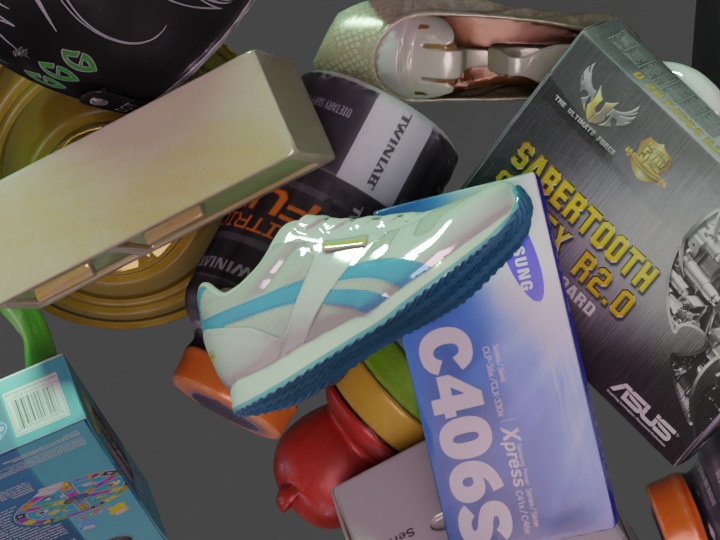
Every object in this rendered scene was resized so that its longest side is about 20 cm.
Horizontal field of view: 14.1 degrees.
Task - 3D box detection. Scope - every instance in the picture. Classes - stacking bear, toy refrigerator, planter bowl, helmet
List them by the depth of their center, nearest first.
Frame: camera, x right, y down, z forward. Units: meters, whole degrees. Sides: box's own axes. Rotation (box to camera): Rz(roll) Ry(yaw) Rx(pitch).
[{"bbox_3d":[-0.155,-0.204,1.620,0.191,0.200,0.200,40,100,-22],"label":"helmet"},{"bbox_3d":[-0.120,-0.046,1.623,0.199,0.076,0.070,-26,82,14],"label":"toy refrigerator"},{"bbox_3d":[-0.144,-0.051,1.724,0.199,0.084,0.202,-1,105,-2],"label":"planter bowl"},{"bbox_3d":[0.029,0.076,1.751,0.114,0.121,0.200,44,101,2],"label":"stacking bear"}]

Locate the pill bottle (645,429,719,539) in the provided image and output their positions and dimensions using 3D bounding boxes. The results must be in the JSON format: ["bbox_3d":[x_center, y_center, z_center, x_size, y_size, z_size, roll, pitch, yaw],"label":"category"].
[{"bbox_3d":[0.277,0.130,1.774,0.199,0.106,0.107,-20,104,4],"label":"pill bottle"}]

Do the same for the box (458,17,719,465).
[{"bbox_3d":[0.160,-0.016,1.632,0.200,0.048,0.159,45,122,12],"label":"box"}]

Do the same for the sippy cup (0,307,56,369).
[{"bbox_3d":[-0.273,0.047,1.727,0.139,0.178,0.131,-22,118,-25],"label":"sippy cup"}]

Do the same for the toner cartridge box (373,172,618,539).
[{"bbox_3d":[0.076,0.054,1.612,0.094,0.043,0.201,-14,88,6],"label":"toner cartridge box"}]

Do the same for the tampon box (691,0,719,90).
[{"bbox_3d":[0.264,-0.087,1.693,0.125,0.150,0.201,1,105,-5],"label":"tampon box"}]

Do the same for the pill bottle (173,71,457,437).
[{"bbox_3d":[-0.032,-0.005,1.687,0.106,0.106,0.201,29,79,-9],"label":"pill bottle"}]

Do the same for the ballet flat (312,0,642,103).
[{"bbox_3d":[0.071,-0.130,1.721,0.199,0.062,0.068,-2,104,-1],"label":"ballet flat"}]

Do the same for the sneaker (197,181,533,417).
[{"bbox_3d":[0.000,0.000,1.566,0.199,0.076,0.081,-30,75,13],"label":"sneaker"}]

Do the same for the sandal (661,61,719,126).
[{"bbox_3d":[0.150,-0.070,1.706,0.202,0.050,0.083,-29,84,49],"label":"sandal"}]

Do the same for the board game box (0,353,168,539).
[{"bbox_3d":[-0.212,0.135,1.717,0.150,0.200,0.047,-22,63,0],"label":"board game box"}]

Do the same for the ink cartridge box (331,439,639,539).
[{"bbox_3d":[0.088,0.173,1.738,0.145,0.085,0.200,-27,141,5],"label":"ink cartridge box"}]
